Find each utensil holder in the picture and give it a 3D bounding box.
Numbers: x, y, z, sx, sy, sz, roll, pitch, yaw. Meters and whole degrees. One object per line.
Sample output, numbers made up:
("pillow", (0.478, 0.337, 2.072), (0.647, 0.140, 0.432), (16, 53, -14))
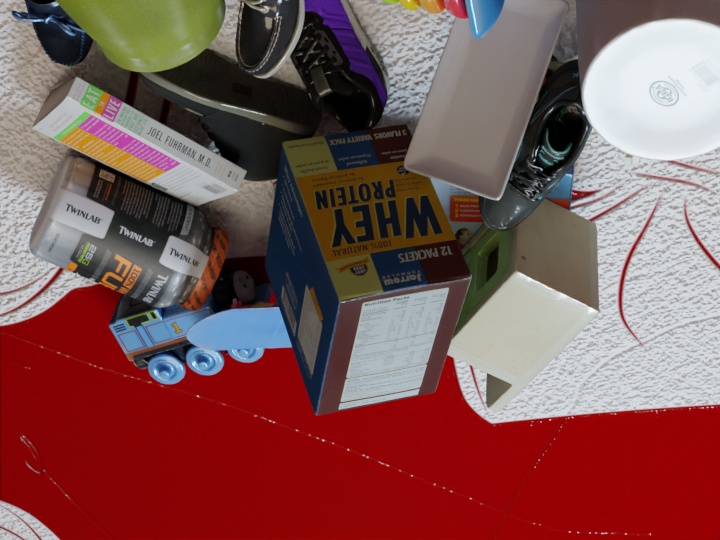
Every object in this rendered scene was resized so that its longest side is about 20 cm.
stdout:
("utensil holder", (0.275, -0.222, 1.399), (0.169, 0.201, 0.171), (4, 135, 4))

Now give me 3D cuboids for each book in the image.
("book", (-0.231, -0.131, 1.615), (0.199, 0.048, 0.133), (29, 165, -21))

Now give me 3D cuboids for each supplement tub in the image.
("supplement tub", (-0.253, -0.037, 1.705), (0.199, 0.123, 0.123), (24, 133, -15))

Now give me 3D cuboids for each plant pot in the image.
("plant pot", (-0.209, -0.290, 1.417), (0.199, 0.201, 0.193), (-4, 145, 12))

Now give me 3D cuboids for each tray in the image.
("tray", (0.123, -0.175, 1.488), (0.107, 0.201, 0.022), (21, -178, 23))

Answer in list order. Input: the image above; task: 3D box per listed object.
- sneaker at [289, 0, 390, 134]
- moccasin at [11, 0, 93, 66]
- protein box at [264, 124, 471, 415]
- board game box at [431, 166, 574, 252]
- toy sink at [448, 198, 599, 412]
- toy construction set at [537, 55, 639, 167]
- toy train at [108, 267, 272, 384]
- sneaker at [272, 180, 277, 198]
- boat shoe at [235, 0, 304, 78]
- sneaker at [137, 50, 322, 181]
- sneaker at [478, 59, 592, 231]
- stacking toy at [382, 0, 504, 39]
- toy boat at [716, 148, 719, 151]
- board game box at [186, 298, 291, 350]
("sneaker", (-0.036, -0.213, 1.515), (0.069, 0.100, 0.200), (-24, 124, 27))
("moccasin", (-0.311, -0.278, 1.512), (0.080, 0.068, 0.201), (-1, 134, 8))
("protein box", (0.000, 0.000, 1.548), (0.134, 0.199, 0.200), (-10, 145, -17))
("board game box", (0.128, -0.053, 1.686), (0.199, 0.056, 0.196), (3, 134, 5))
("toy sink", (0.151, 0.033, 1.637), (0.112, 0.131, 0.200), (24, 134, -16))
("toy construction set", (0.202, -0.151, 1.553), (0.199, 0.092, 0.132), (2, 120, -1))
("toy train", (-0.193, 0.060, 1.821), (0.199, 0.087, 0.115), (-16, 122, 19))
("sneaker", (-0.037, -0.029, 1.710), (0.077, 0.082, 0.200), (-15, 132, 21))
("boat shoe", (-0.082, -0.275, 1.438), (0.074, 0.060, 0.201), (34, 115, 26))
("sneaker", (-0.149, -0.157, 1.606), (0.199, 0.075, 0.106), (21, 134, -14))
("sneaker", (0.168, -0.112, 1.491), (0.075, 0.079, 0.200), (26, 123, -4))
("stacking toy", (0.031, -0.287, 1.444), (0.199, 0.116, 0.110), (2, 137, 19))
("toy boat", (0.398, -0.174, 1.506), (0.199, 0.131, 0.131), (16, 105, -9))
("board game box", (-0.094, 0.047, 1.712), (0.199, 0.039, 0.158), (-2, 162, -12))
